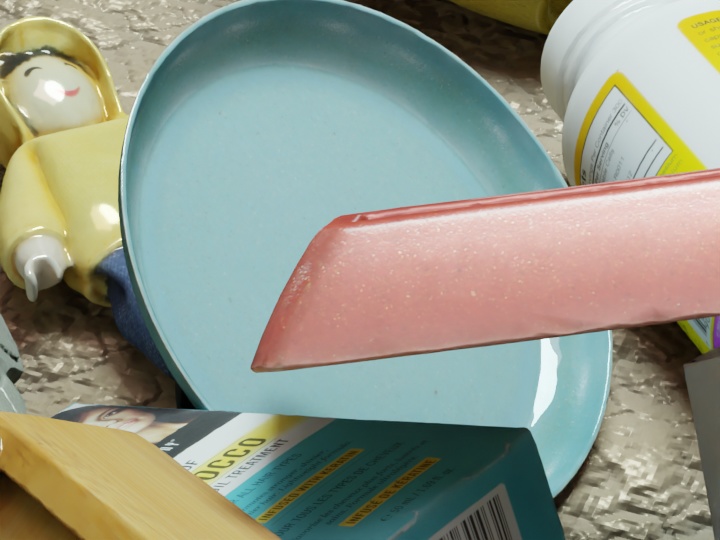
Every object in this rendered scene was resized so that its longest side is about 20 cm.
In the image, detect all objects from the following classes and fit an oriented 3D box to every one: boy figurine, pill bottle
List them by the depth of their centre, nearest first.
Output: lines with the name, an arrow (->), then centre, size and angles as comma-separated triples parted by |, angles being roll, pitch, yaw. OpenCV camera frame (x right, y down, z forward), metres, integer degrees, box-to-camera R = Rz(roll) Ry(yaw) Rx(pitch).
pill bottle -> 0.141, -0.033, 0.955 | 0.104, 0.104, 0.200 | -11, 38, -19
boy figurine -> -0.079, -0.026, 0.963 | 0.124, 0.064, 0.200 | -17, 44, -26

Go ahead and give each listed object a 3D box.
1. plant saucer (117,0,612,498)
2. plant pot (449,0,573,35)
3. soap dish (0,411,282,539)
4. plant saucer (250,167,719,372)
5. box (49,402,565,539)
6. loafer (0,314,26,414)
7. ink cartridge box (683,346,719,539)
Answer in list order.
plant saucer -> 0.000, 0.000, 0.880 | 0.200, 0.027, 0.200 | 18, 57, -30
plant pot -> 0.075, -0.186, 1.119 | 0.200, 0.200, 0.142 | -24, 68, -33
soap dish -> -0.088, 0.137, 0.619 | 0.200, 0.081, 0.157 | -53, 38, -6
plant saucer -> 0.070, -0.007, 0.735 | 0.200, 0.037, 0.200 | -7, 1, 1
box -> -0.041, 0.080, 0.757 | 0.200, 0.049, 0.082 | 0, 25, 45
loafer -> -0.151, 0.030, 0.847 | 0.063, 0.072, 0.200 | -35, 16, -2
ink cartridge box -> 0.180, 0.104, 0.681 | 0.145, 0.200, 0.084 | -8, -6, -15
